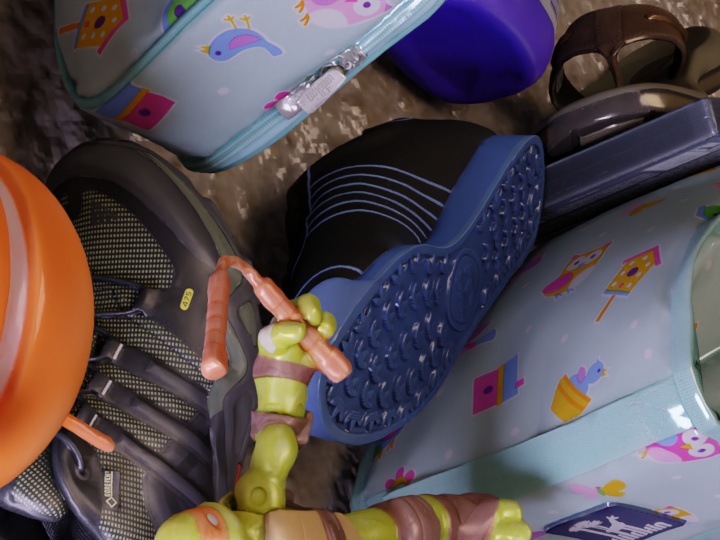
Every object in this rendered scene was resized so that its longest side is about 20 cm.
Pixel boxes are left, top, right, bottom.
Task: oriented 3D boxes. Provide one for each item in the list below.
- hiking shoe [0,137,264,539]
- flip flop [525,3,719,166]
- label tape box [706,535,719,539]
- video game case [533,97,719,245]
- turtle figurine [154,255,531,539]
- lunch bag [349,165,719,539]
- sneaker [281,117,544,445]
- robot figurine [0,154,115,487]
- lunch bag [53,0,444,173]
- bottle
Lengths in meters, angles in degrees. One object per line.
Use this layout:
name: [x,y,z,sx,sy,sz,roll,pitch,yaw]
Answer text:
hiking shoe: [-0.085,0.049,0.856,0.101,0.076,0.200,6,69,-49]
flip flop: [0.111,-0.085,1.101,0.058,0.081,0.200,71,22,-9]
label tape box: [0.213,0.152,1.079,0.200,0.143,0.066,45,45,-24]
video game case: [0.147,-0.039,1.095,0.200,0.143,0.019,-4,75,-48]
turtle figurine: [-0.015,0.107,0.828,0.161,0.064,0.200,22,60,-48]
lunch bag: [0.104,0.045,0.987,0.200,0.170,0.122,-35,99,-53]
sneaker: [0.000,0.000,0.960,0.200,0.078,0.070,-44,138,-56]
robot figurine: [-0.160,0.009,0.763,0.200,0.144,0.117,17,78,-42]
lunch bag: [-0.032,-0.139,0.914,0.077,0.160,0.200,32,35,-36]
bottle: [0.053,-0.169,1.110,0.084,0.065,0.200,44,44,-42]
